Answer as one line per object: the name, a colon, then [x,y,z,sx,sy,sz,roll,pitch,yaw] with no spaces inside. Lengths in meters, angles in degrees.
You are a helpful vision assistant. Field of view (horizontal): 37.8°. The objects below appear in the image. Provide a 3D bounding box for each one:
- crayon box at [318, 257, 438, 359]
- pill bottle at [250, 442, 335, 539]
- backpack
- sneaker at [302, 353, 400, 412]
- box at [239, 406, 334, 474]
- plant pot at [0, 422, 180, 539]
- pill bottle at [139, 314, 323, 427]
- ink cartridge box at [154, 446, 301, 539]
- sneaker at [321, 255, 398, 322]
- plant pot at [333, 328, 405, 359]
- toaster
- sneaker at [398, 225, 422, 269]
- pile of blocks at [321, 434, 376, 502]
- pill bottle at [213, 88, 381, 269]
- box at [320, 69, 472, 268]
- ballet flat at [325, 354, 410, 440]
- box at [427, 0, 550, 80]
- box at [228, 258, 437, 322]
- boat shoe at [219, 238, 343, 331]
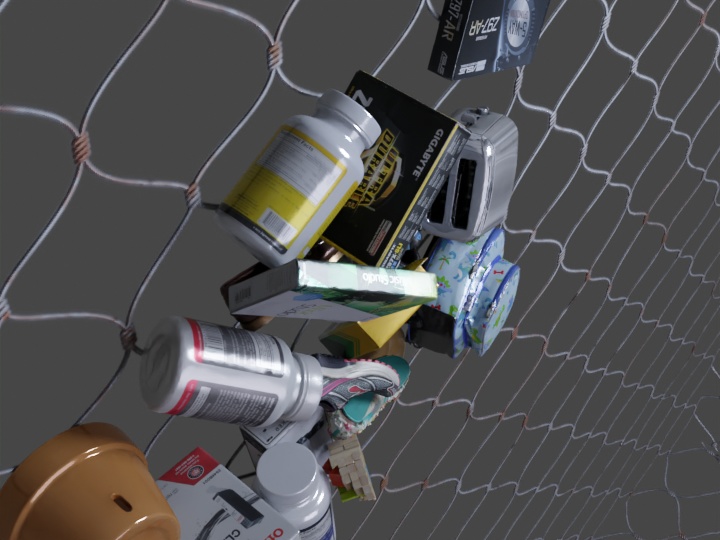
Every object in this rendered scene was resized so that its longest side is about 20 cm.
crayon box: [0.027,0.057,1.440,0.127,0.051,0.200,-44,-175,-21]
pill bottle: [-0.093,0.325,1.454,0.111,0.111,0.201,-39,147,-28]
backpack: [0.162,0.025,1.602,0.183,0.146,0.201,72,39,-70]
sneaker: [-0.027,0.161,1.464,0.199,0.080,0.075,10,75,-42]
box: [-0.100,0.257,1.544,0.117,0.060,0.200,-43,148,-23]
plant pot: [-0.300,0.294,1.201,0.200,0.140,0.201,-37,145,-33]
pill bottle: [-0.146,0.123,1.228,0.199,0.111,0.111,15,107,-34]
ink cartridge box: [-0.190,0.345,1.350,0.144,0.200,0.084,-38,145,-30]
sneaker: [0.000,0.000,1.382,0.200,0.075,0.100,-38,-169,39]
plant pot: [-0.005,0.164,1.629,0.200,0.027,0.201,-37,144,-33]
toaster: [0.144,-0.122,1.454,0.129,0.113,0.201,-35,137,-60]
sneaker: [0.050,-0.073,1.422,0.078,0.090,0.200,-44,147,-21]
pile of blocks: [-0.020,0.290,1.491,0.062,0.082,0.200,-19,-179,-2]
pill bottle: [-0.067,-0.103,1.197,0.200,0.112,0.112,-53,150,-8]
box: [0.016,-0.117,1.258,0.201,0.159,0.049,-60,149,6]
ballet flat: [0.005,0.188,1.566,0.064,0.076,0.200,-51,170,35]
box: [0.181,-0.346,1.404,0.200,0.043,0.161,-21,134,-46]
box: [-0.031,0.026,1.214,0.199,0.144,0.037,4,74,-37]
boat shoe: [-0.089,-0.009,1.300,0.200,0.070,0.070,-43,108,-35]
